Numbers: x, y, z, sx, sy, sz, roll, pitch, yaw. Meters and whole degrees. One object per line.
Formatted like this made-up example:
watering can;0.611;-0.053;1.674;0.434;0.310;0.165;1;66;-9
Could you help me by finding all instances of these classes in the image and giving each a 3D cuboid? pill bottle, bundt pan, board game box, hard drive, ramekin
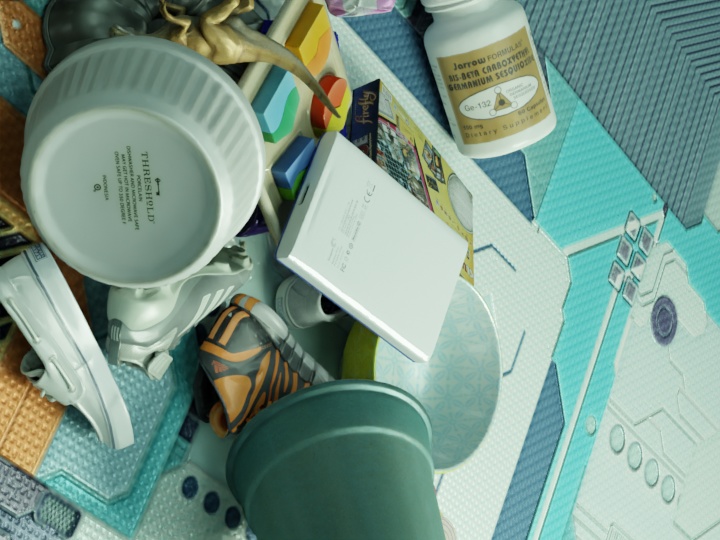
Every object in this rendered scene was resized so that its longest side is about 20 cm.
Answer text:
pill bottle;0.130;-0.232;1.669;0.114;0.114;0.202;-37;115;-41
bundt pan;-0.167;-0.196;1.334;0.200;0.076;0.204;-1;91;-31
board game box;0.055;-0.081;1.596;0.200;0.034;0.136;47;33;-40
hard drive;0.015;-0.019;1.448;0.200;0.025;0.133;38;62;-36
ramekin;-0.180;-0.078;1.249;0.094;0.201;0.204;-79;147;-61

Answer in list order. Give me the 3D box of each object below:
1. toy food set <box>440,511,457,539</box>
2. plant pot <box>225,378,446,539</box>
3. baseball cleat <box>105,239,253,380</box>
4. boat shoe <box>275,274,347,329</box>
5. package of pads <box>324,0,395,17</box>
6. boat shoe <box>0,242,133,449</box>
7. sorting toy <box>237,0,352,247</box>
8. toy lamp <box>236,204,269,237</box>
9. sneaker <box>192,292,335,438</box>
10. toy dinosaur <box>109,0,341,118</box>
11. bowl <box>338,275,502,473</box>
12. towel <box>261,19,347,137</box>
toy food set;0.042;0.318;1.603;0.200;0.048;0.199;53;53;-32
plant pot;-0.008;0.237;1.384;0.200;0.200;0.197;38;24;-40
baseball cleat;-0.166;0.034;1.377;0.200;0.069;0.107;-21;130;-59
boat shoe;0.000;0.000;1.552;0.199;0.068;0.073;-24;106;-46
package of pads;-0.001;-0.325;1.478;0.200;0.075;0.122;-82;169;-65
boat shoe;-0.249;0.072;1.289;0.065;0.074;0.201;-28;116;-13
sorting toy;-0.055;-0.148;1.398;0.186;0.036;0.201;71;35;-54
toy lamp;-0.148;-0.063;1.404;0.199;0.058;0.059;7;83;-44
sneaker;-0.090;0.121;1.458;0.112;0.077;0.200;-54;126;-20
toy dinosaur;-0.110;-0.195;1.294;0.198;0.060;0.107;7;96;-13
bowl;0.042;0.100;1.567;0.199;0.107;0.202;1;88;-47
towel;-0.088;-0.166;1.476;0.199;0.049;0.149;-3;91;-47
